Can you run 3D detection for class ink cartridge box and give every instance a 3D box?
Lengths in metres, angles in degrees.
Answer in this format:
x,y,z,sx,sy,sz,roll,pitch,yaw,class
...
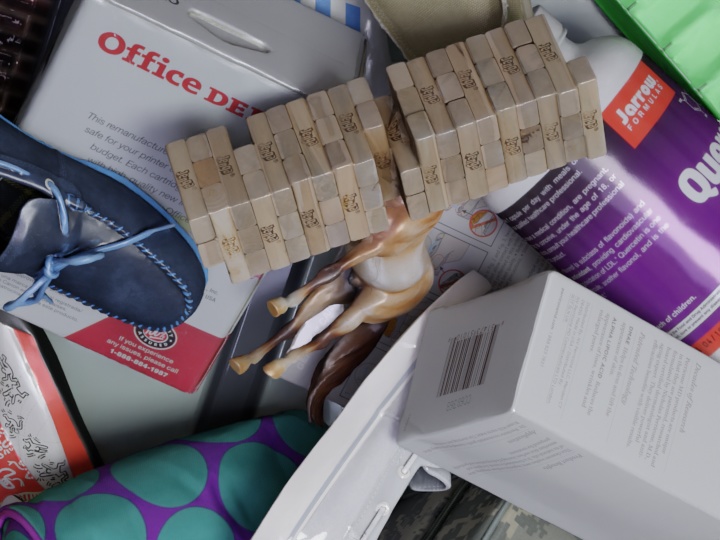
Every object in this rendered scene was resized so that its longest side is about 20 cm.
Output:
x,y,z,sx,sy,sz,roll,pitch,yaw,class
-0.102,-0.056,1.407,0.145,0.083,0.200,25,125,-10,ink cartridge box
0.077,0.026,1.514,0.199,0.050,0.161,25,104,-7,ink cartridge box

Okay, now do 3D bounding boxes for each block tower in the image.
x,y,z,sx,sy,sz,roll,pitch,yaw,class
0.013,-0.058,1.315,0.199,0.058,0.054,-18,140,-3,block tower

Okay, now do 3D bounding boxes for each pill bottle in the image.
x,y,z,sx,sy,sz,roll,pitch,yaw,class
0.139,-0.041,1.424,0.200,0.112,0.113,42,99,-6,pill bottle

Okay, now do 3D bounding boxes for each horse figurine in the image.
x,y,z,sx,sy,sz,roll,pitch,yaw,class
0.000,0.000,1.417,0.132,0.200,0.050,-31,66,-23,horse figurine

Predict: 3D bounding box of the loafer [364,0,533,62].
x,y,z,sx,sy,sz,roll,pitch,yaw,class
0.018,-0.169,1.378,0.076,0.068,0.201,-36,68,24,loafer

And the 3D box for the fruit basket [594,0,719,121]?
x,y,z,sx,sy,sz,roll,pitch,yaw,class
0.213,-0.183,1.448,0.200,0.094,0.185,-47,108,-7,fruit basket

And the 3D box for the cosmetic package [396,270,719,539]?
x,y,z,sx,sy,sz,roll,pitch,yaw,class
0.133,0.085,1.400,0.199,0.113,0.081,27,66,-25,cosmetic package

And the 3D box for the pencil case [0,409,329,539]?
x,y,z,sx,sy,sz,roll,pitch,yaw,class
-0.092,0.137,1.460,0.199,0.093,0.085,-17,154,-33,pencil case

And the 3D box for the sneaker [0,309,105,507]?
x,y,z,sx,sy,sz,roll,pitch,yaw,class
-0.198,0.101,1.492,0.108,0.067,0.202,-23,111,-1,sneaker

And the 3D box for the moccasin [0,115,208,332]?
x,y,z,sx,sy,sz,roll,pitch,yaw,class
-0.168,-0.022,1.347,0.199,0.068,0.081,29,124,-13,moccasin

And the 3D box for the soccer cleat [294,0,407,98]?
x,y,z,sx,sy,sz,roll,pitch,yaw,class
-0.034,-0.154,1.432,0.086,0.070,0.200,-37,114,1,soccer cleat

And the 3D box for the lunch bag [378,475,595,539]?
x,y,z,sx,sy,sz,roll,pitch,yaw,class
0.085,0.203,1.509,0.200,0.168,0.140,40,62,-18,lunch bag

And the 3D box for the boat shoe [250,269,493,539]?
x,y,z,sx,sy,sz,roll,pitch,yaw,class
0.020,0.089,1.432,0.068,0.072,0.200,37,63,2,boat shoe
